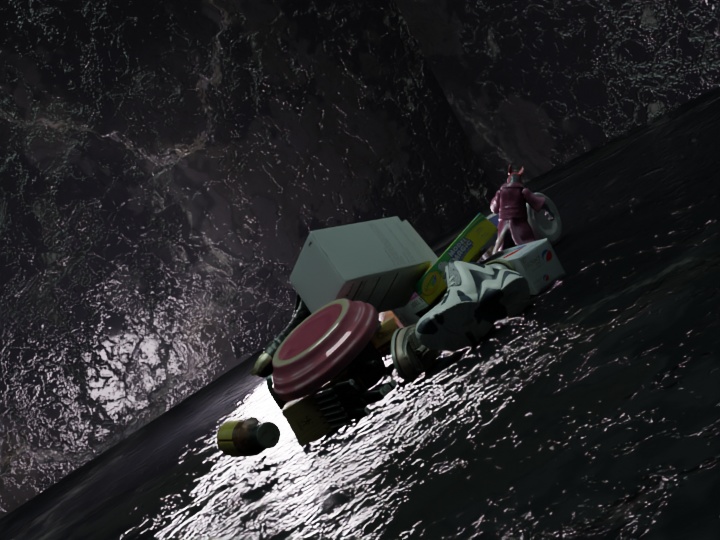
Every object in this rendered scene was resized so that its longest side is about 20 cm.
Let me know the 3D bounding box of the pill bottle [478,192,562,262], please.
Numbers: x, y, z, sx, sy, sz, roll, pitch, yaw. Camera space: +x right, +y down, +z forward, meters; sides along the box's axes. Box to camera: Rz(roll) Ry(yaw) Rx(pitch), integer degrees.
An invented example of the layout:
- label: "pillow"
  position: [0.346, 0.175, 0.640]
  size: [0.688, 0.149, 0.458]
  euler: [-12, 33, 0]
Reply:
- label: "pill bottle"
  position: [0.307, -0.073, 1.850]
  size: [0.110, 0.112, 0.199]
  euler: [-32, 3, -43]

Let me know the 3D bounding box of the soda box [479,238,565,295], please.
- label: "soda box"
  position: [0.258, 0.002, 1.495]
  size: [0.063, 0.069, 0.200]
  euler: [-31, 3, -15]

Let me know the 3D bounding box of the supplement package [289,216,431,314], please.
- label: "supplement package"
  position: [0.000, 0.000, 1.528]
  size: [0.197, 0.118, 0.118]
  euler: [-12, -36, -39]

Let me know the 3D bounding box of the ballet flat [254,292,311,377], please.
- label: "ballet flat"
  position: [-0.125, 0.106, 1.493]
  size: [0.201, 0.056, 0.067]
  euler: [-52, -4, -46]

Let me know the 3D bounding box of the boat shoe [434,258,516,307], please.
- label: "boat shoe"
  position: [0.185, 0.050, 1.479]
  size: [0.068, 0.075, 0.200]
  euler: [-33, -7, -36]

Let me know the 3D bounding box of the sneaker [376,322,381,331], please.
- label: "sneaker"
  position: [-0.038, 0.159, 1.638]
  size: [0.199, 0.088, 0.075]
  euler: [-37, -11, -1]

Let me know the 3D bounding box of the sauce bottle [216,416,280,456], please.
- label: "sauce bottle"
  position: [-0.180, 0.271, 1.461]
  size: [0.065, 0.067, 0.199]
  euler: [-31, 5, -26]

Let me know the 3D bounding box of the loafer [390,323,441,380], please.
- label: "loafer"
  position: [0.095, 0.110, 1.366]
  size: [0.062, 0.073, 0.200]
  euler: [-21, 3, 16]

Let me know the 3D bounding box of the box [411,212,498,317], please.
- label: "box"
  position: [0.157, -0.003, 1.557]
  size: [0.201, 0.048, 0.117]
  euler: [-50, -11, 0]

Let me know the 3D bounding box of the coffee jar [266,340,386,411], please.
- label: "coffee jar"
  position: [-0.056, 0.170, 1.480]
  size: [0.198, 0.105, 0.085]
  euler: [-27, 12, 35]

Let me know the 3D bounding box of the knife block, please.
- label: "knife block"
  position: [-0.026, 0.185, 1.344]
  size: [0.173, 0.065, 0.200]
  euler: [-30, 3, 5]

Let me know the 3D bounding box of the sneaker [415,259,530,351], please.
- label: "sneaker"
  position: [0.144, 0.045, 1.357]
  size: [0.197, 0.081, 0.129]
  euler: [-31, 29, -19]

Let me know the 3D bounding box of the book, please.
- label: "book"
  position: [0.093, 0.020, 1.667]
  size: [0.132, 0.201, 0.048]
  euler: [-31, -22, -23]

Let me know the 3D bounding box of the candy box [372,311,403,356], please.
- label: "candy box"
  position: [0.042, 0.122, 1.763]
  size: [0.114, 0.056, 0.200]
  euler: [-32, 2, 12]

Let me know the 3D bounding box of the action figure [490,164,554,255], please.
- label: "action figure"
  position: [0.280, -0.100, 1.689]
  size: [0.132, 0.205, 0.148]
  euler: [-5, -7, 36]

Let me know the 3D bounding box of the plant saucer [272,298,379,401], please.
- label: "plant saucer"
  position: [-0.062, 0.111, 1.367]
  size: [0.199, 0.051, 0.201]
  euler: [-36, 16, 12]

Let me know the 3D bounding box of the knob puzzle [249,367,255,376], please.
- label: "knob puzzle"
  position: [-0.099, 0.137, 1.676]
  size: [0.218, 0.031, 0.220]
  euler: [-36, -7, -5]
